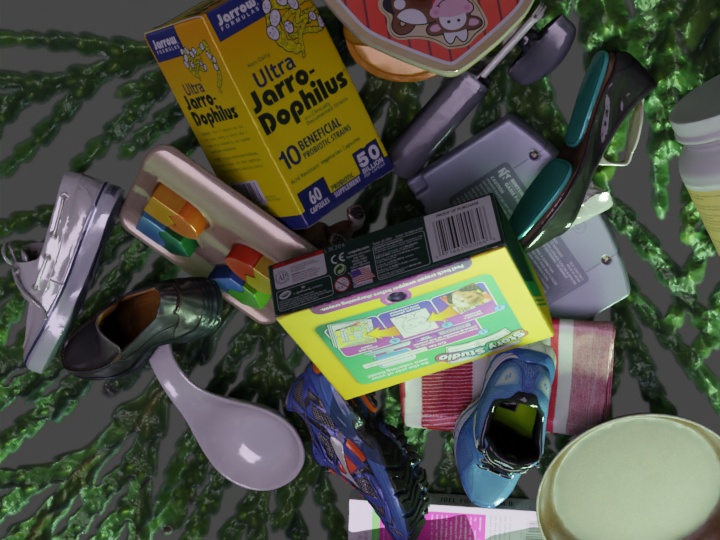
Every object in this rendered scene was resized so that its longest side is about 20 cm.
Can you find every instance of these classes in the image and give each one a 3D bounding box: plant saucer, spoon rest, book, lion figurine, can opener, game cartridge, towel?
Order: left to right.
[{"bbox_3d":[-0.136,0.135,1.507,0.099,0.061,0.200,-36,100,28],"label":"spoon rest"},{"bbox_3d":[0.000,0.000,1.428,0.200,0.073,0.122,34,149,-13],"label":"lion figurine"},{"bbox_3d":[0.087,0.286,1.543,0.199,0.048,0.134,4,109,6],"label":"book"},{"bbox_3d":[0.106,-0.151,1.366,0.067,0.053,0.200,39,113,-6],"label":"can opener"},{"bbox_3d":[0.133,0.098,1.450,0.199,0.023,0.144,3,131,8],"label":"towel"},{"bbox_3d":[0.152,-0.037,1.414,0.133,0.040,0.200,-31,104,22],"label":"game cartridge"},{"bbox_3d":[0.265,0.212,1.479,0.200,0.032,0.201,0,119,1],"label":"plant saucer"}]

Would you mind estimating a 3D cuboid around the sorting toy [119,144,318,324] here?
[{"bbox_3d":[-0.131,-0.022,1.399,0.185,0.200,0.037,36,68,-6],"label":"sorting toy"}]

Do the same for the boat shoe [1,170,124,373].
[{"bbox_3d":[-0.298,-0.003,1.474,0.086,0.075,0.202,24,110,-1],"label":"boat shoe"}]

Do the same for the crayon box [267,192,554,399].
[{"bbox_3d":[0.047,0.027,1.325,0.200,0.058,0.173,-18,149,12],"label":"crayon box"}]

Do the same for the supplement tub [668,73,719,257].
[{"bbox_3d":[0.356,-0.068,1.311,0.145,0.145,0.200,-24,106,17],"label":"supplement tub"}]

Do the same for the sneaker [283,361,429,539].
[{"bbox_3d":[-0.002,0.174,1.499,0.078,0.075,0.200,-31,87,30],"label":"sneaker"}]

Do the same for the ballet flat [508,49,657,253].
[{"bbox_3d":[0.195,-0.091,1.340,0.068,0.068,0.200,25,100,-15],"label":"ballet flat"}]

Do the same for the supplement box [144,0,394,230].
[{"bbox_3d":[-0.078,-0.145,1.344,0.109,0.109,0.200,-3,119,56],"label":"supplement box"}]

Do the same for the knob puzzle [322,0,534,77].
[{"bbox_3d":[0.056,-0.249,1.221,0.219,0.030,0.220,-1,74,2],"label":"knob puzzle"}]

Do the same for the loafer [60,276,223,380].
[{"bbox_3d":[-0.221,0.050,1.461,0.200,0.072,0.073,-28,65,34],"label":"loafer"}]

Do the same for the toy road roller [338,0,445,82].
[{"bbox_3d":[0.042,-0.255,1.285,0.123,0.146,0.201,7,112,6],"label":"toy road roller"}]

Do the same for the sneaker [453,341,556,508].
[{"bbox_3d":[0.127,0.155,1.427,0.078,0.089,0.200,11,133,1],"label":"sneaker"}]
